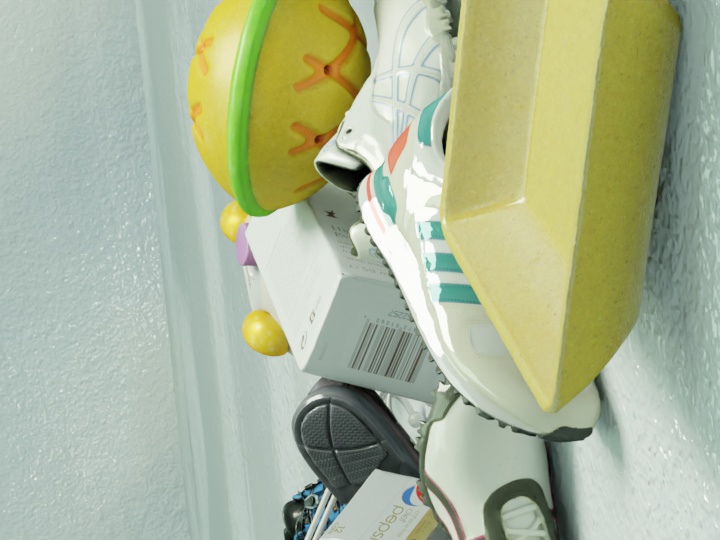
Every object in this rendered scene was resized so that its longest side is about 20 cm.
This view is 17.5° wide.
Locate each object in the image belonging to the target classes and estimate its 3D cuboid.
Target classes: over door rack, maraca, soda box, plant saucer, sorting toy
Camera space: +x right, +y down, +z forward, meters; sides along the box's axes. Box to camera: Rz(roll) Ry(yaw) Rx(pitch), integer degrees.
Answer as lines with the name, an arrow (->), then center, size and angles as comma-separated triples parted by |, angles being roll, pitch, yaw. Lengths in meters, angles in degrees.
over door rack -> -0.007, 0.152, 1.497 | 0.200, 0.066, 0.148 | -54, -3, -18
maraca -> -0.045, -0.130, 1.381 | 0.137, 0.106, 0.201 | -37, -44, -70
soda box -> 0.038, 0.215, 1.339 | 0.068, 0.063, 0.201 | -48, -46, -41
plant saucer -> 0.089, -0.069, 1.033 | 0.200, 0.048, 0.201 | -116, 27, -61
sorting toy -> -0.034, -0.050, 1.623 | 0.180, 0.106, 0.201 | 99, 161, -53

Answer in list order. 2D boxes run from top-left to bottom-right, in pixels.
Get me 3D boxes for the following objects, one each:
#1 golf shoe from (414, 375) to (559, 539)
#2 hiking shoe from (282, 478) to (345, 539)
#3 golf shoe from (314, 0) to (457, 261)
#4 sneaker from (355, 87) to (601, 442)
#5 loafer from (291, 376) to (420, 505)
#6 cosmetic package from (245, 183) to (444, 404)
golf shoe -> 0.084, 0.143, 1.239 | 0.088, 0.077, 0.201 | 28, 131, 56
hiking shoe -> -0.012, 0.180, 1.691 | 0.200, 0.086, 0.075 | 101, 167, -59
golf shoe -> 0.017, -0.089, 1.315 | 0.079, 0.097, 0.201 | 78, 180, -51
sneaker -> 0.069, -0.008, 1.164 | 0.094, 0.070, 0.200 | -57, 46, 32
loafer -> 0.033, 0.143, 1.394 | 0.201, 0.072, 0.063 | 56, -156, -13
cosmetic package -> 0.000, 0.000, 1.436 | 0.200, 0.101, 0.074 | -116, 45, -60
